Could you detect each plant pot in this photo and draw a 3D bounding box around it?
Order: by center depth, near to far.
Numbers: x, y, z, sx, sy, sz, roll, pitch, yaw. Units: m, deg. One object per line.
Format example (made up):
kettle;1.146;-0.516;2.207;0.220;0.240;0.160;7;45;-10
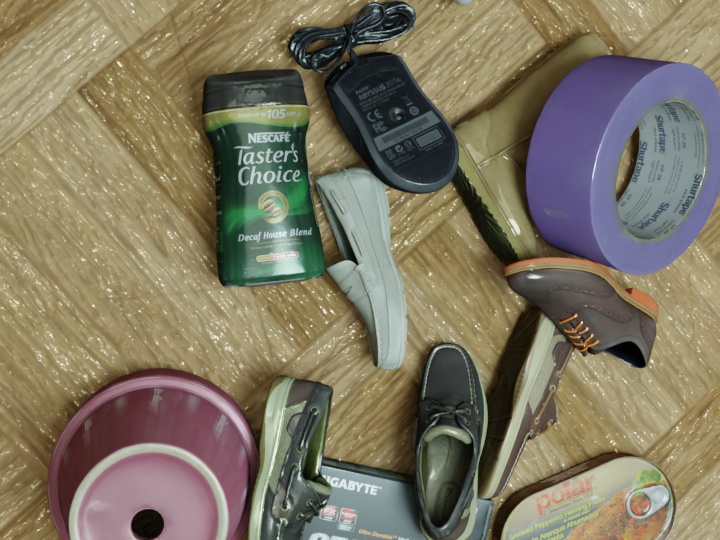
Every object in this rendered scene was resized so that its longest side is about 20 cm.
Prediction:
plant pot;-0.183;0.198;0.836;0.198;0.179;0.202;0;92;-11

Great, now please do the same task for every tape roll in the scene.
tape roll;0.259;-0.102;0.906;0.199;0.085;0.202;-13;113;-32

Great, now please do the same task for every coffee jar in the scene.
coffee jar;-0.093;-0.087;0.889;0.103;0.085;0.202;-7;93;-9

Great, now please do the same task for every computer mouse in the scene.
computer mouse;0.026;-0.157;0.911;0.138;0.053;0.201;-23;77;-18

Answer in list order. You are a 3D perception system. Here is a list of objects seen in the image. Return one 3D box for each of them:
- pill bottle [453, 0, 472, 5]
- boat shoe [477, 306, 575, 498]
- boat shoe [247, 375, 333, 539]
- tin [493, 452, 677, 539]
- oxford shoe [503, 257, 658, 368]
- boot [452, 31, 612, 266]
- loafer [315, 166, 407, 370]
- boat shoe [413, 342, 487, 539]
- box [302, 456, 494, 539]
pill bottle;0.065;-0.360;0.895;0.200;0.109;0.109;42;85;-9
boat shoe;0.171;0.140;0.950;0.072;0.072;0.201;25;77;-16
boat shoe;-0.060;0.200;0.868;0.065;0.072;0.203;2;82;17
tin;0.233;0.262;0.982;0.199;0.042;0.113;-20;99;-9
oxford shoe;0.222;0.042;0.925;0.199;0.071;0.073;20;64;-27
boot;0.195;-0.118;0.949;0.199;0.066;0.176;-32;98;-9
loafer;0.000;0.000;0.917;0.069;0.070;0.202;-10;84;-15
boat shoe;0.088;0.161;0.907;0.073;0.065;0.201;-2;67;6
box;0.019;0.283;0.940;0.199;0.046;0.160;14;89;-10
